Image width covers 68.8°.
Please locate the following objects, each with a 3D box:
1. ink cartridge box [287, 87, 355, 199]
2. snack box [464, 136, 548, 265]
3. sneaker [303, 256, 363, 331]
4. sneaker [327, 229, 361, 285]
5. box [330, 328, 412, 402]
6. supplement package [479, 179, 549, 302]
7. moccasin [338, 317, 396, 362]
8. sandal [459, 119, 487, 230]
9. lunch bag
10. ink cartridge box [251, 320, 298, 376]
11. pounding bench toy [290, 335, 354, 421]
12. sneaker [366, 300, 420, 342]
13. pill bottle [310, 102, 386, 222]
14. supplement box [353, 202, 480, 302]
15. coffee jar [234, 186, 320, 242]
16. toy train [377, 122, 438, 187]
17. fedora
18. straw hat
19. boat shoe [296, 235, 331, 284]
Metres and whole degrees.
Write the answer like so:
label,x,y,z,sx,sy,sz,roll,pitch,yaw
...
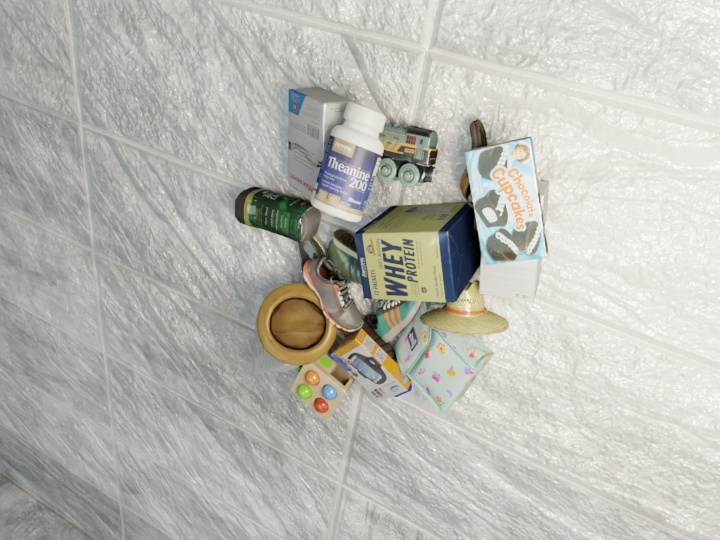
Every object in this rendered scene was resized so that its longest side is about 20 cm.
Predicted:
label,x,y,z,sx,sy,sz,roll,pitch,yaw
ink cartridge box,-0.087,-0.265,1.110,0.144,0.082,0.207,35,130,43
snack box,0.257,-0.118,0.921,0.113,0.037,0.207,-7,104,28
sneaker,-0.053,0.054,1.215,0.201,0.077,0.081,51,139,-11
sneaker,0.000,0.000,1.231,0.199,0.067,0.091,41,129,9
box,0.032,0.238,1.256,0.200,0.042,0.118,46,137,-7
supplement package,0.295,-0.063,1.013,0.106,0.114,0.207,8,114,23
moccasin,0.007,0.174,1.302,0.199,0.074,0.078,37,138,3
sandal,0.215,-0.180,1.006,0.053,0.081,0.208,-3,97,23
lunch bag,0.174,0.185,1.191,0.200,0.120,0.173,45,131,22
ink cartridge box,-0.221,0.186,1.394,0.198,0.055,0.169,-30,53,52
pounding bench toy,-0.112,0.250,1.347,0.198,0.156,0.126,37,125,7
sneaker,0.078,0.088,1.211,0.079,0.072,0.201,35,132,-2
pill bottle,-0.019,-0.208,1.015,0.108,0.111,0.207,22,101,16
supplement box,0.121,-0.042,1.060,0.193,0.199,0.139,1,112,29
coffee jar,-0.198,-0.136,1.246,0.194,0.104,0.088,17,115,19
toy train,0.069,-0.241,1.076,0.194,0.085,0.118,18,107,23
fedora,-0.151,0.128,1.271,0.192,0.082,0.209,0,87,-5
straw hat,0.214,0.061,1.076,0.194,0.200,0.089,7,102,24
boat shoe,-0.107,0.008,1.286,0.070,0.066,0.207,-11,109,27
